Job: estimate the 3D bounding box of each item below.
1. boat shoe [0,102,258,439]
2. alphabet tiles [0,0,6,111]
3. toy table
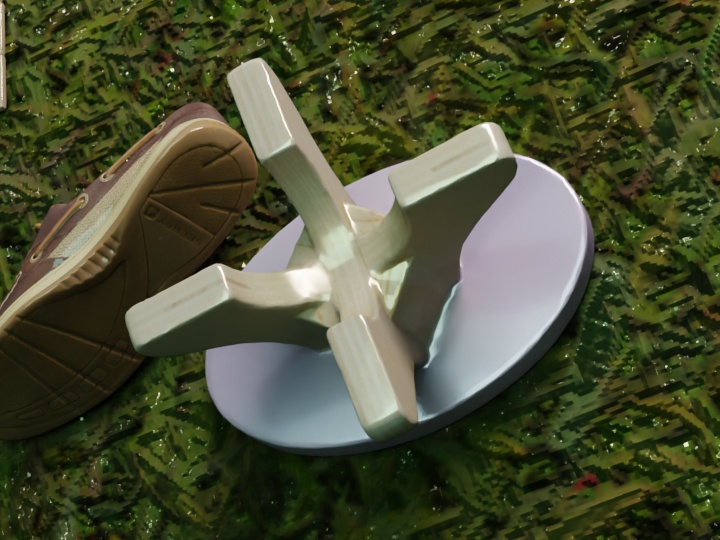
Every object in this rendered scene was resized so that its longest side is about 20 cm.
[{"bbox_3d":[-0.132,-0.003,0.842,0.200,0.072,0.072,-51,33,10],"label":"boat shoe"},{"bbox_3d":[-0.294,-0.116,0.964,0.198,0.006,0.168,-12,69,16],"label":"alphabet tiles"},{"bbox_3d":[0.000,0.000,0.757,0.199,0.117,0.184,-38,64,6],"label":"toy table"}]
